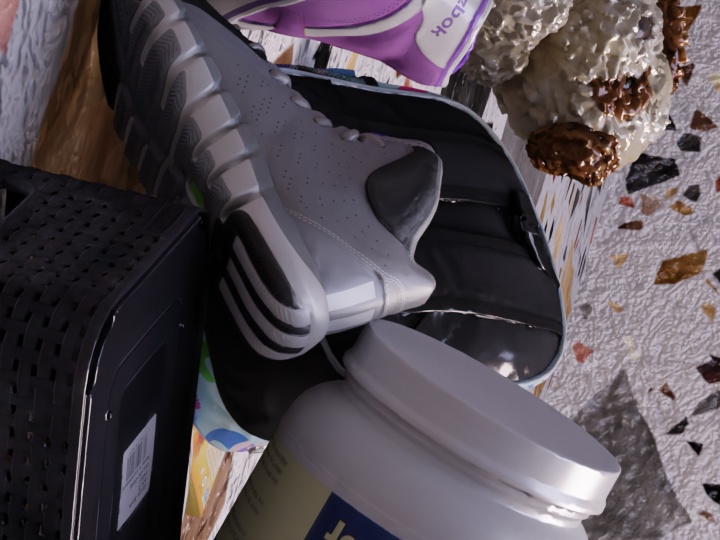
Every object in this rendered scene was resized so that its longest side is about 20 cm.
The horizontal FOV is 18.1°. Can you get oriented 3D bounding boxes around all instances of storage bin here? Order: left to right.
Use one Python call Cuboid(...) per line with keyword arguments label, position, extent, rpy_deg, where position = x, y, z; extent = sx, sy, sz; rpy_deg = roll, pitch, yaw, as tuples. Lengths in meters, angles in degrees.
Cuboid(label="storage bin", position=(-0.129, 0.073, 0.886), extent=(0.135, 0.093, 0.201), rpy_deg=(-55, 156, -62))

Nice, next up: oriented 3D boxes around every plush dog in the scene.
Cuboid(label="plush dog", position=(0.094, -0.125, 1.151), extent=(0.172, 0.160, 0.200), rpy_deg=(55, 42, -14))

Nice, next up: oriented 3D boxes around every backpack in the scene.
Cuboid(label="backpack", position=(0.000, 0.000, 1.093), extent=(0.199, 0.150, 0.178), rpy_deg=(-1, 67, -43))

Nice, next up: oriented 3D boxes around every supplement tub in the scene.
Cuboid(label="supplement tub", position=(0.006, 0.137, 0.943), extent=(0.201, 0.145, 0.145), rpy_deg=(-60, 171, 7))

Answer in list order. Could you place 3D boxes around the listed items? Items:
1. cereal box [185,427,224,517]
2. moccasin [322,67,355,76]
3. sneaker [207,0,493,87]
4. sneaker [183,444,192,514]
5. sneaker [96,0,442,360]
Cuboid(label="cereal box", position=(-0.076, 0.012, 1.212), extent=(0.144, 0.039, 0.201), rpy_deg=(84, 23, -59))
Cuboid(label="moccasin", position=(-0.017, -0.019, 1.356), extent=(0.068, 0.080, 0.201), rpy_deg=(33, 71, -66))
Cuboid(label="sneaker", position=(-0.012, -0.119, 1.005), extent=(0.073, 0.114, 0.200), rpy_deg=(-61, -156, -4))
Cuboid(label="sneaker", position=(-0.117, 0.120, 1.069), extent=(0.073, 0.072, 0.201), rpy_deg=(-69, 172, -71))
Cuboid(label="sneaker", position=(-0.030, -0.055, 0.955), extent=(0.201, 0.115, 0.075), rpy_deg=(64, -32, 24))
